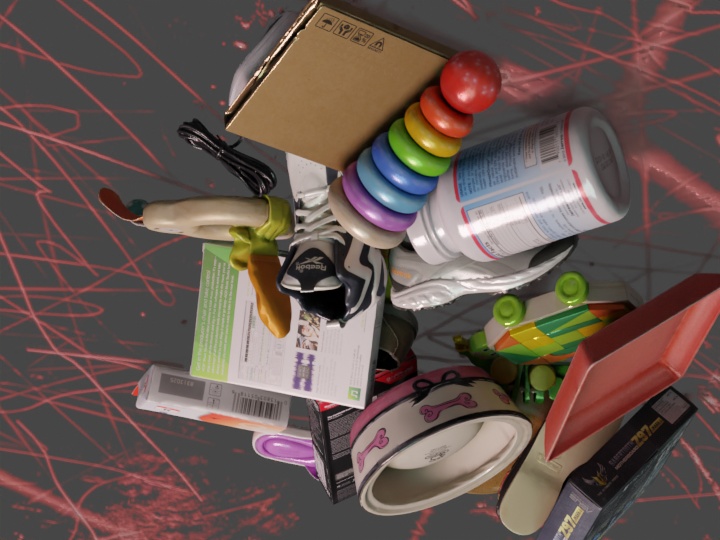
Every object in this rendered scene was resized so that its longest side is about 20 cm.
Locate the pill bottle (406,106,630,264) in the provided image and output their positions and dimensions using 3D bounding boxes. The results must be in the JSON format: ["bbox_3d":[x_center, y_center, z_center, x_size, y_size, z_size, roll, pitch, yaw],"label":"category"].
[{"bbox_3d":[0.143,-0.072,1.348,0.198,0.110,0.109,-17,131,29],"label":"pill bottle"}]

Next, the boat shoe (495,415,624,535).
[{"bbox_3d":[0.220,0.201,1.605,0.073,0.063,0.202,36,91,-1],"label":"boat shoe"}]

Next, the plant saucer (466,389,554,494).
[{"bbox_3d":[0.150,0.197,1.652,0.197,0.036,0.202,-4,133,-5],"label":"plant saucer"}]

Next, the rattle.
[{"bbox_3d":[-0.165,-0.011,1.451,0.197,0.130,0.145,-1,98,3],"label":"rattle"}]

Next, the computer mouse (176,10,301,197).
[{"bbox_3d":[-0.095,-0.157,1.340,0.109,0.044,0.201,41,132,6],"label":"computer mouse"}]

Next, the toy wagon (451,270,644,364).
[{"bbox_3d":[0.189,0.060,1.478,0.198,0.040,0.155,-21,154,22],"label":"toy wagon"}]

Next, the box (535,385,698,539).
[{"bbox_3d":[0.276,0.234,1.587,0.051,0.199,0.159,39,142,20],"label":"box"}]

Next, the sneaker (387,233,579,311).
[{"bbox_3d":[0.119,-0.016,1.443,0.197,0.074,0.080,-13,98,10],"label":"sneaker"}]

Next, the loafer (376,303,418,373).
[{"bbox_3d":[-0.038,0.071,1.546,0.197,0.070,0.076,1,138,7],"label":"loafer"}]

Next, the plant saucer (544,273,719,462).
[{"bbox_3d":[0.272,0.090,1.458,0.198,0.037,0.201,-27,153,-23],"label":"plant saucer"}]

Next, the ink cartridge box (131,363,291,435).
[{"bbox_3d":[-0.177,0.158,1.642,0.160,0.051,0.200,12,161,-13],"label":"ink cartridge box"}]

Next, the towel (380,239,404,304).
[{"bbox_3d":[0.000,0.000,1.526,0.085,0.018,0.201,9,138,4],"label":"towel"}]

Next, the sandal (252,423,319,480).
[{"bbox_3d":[-0.035,0.233,1.759,0.200,0.050,0.083,7,138,4],"label":"sandal"}]

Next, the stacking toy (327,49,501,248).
[{"bbox_3d":[0.054,-0.116,1.291,0.085,0.086,0.201,28,121,-18],"label":"stacking toy"}]

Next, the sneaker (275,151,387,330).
[{"bbox_3d":[-0.038,-0.035,1.378,0.078,0.130,0.202,-3,113,19],"label":"sneaker"}]

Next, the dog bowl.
[{"bbox_3d":[0.077,0.175,1.515,0.198,0.074,0.201,-19,151,-11],"label":"dog bowl"}]

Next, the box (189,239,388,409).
[{"bbox_3d":[-0.076,0.054,1.509,0.197,0.036,0.147,10,99,13],"label":"box"}]

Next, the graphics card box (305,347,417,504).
[{"bbox_3d":[0.005,0.170,1.638,0.124,0.051,0.201,-24,139,-15],"label":"graphics card box"}]

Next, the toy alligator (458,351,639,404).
[{"bbox_3d":[0.200,0.121,1.566,0.197,0.059,0.055,10,102,2],"label":"toy alligator"}]

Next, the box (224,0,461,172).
[{"bbox_3d":[0.000,-0.154,1.299,0.198,0.021,0.164,17,133,-33],"label":"box"}]
